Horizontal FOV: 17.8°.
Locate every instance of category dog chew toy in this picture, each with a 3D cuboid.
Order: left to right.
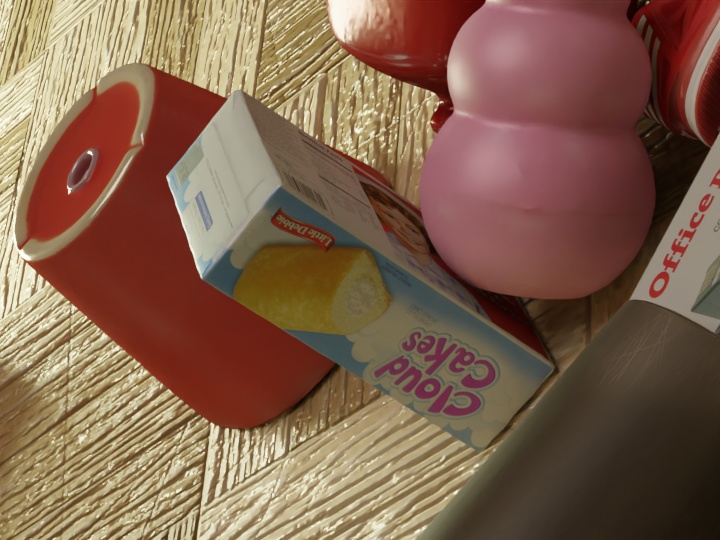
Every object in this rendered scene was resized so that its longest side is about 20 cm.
[{"bbox_3d":[0.097,-0.090,1.196,0.124,0.124,0.201,21,108,61],"label":"dog chew toy"}]

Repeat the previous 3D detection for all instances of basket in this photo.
[{"bbox_3d":[0.103,0.124,0.984,0.136,0.180,0.200,27,78,47],"label":"basket"}]

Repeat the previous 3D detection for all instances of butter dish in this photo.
[{"bbox_3d":[0.067,-0.148,1.331,0.199,0.199,0.149,27,116,55],"label":"butter dish"}]

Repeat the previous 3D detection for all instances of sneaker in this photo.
[{"bbox_3d":[0.201,-0.163,1.211,0.201,0.078,0.115,-58,30,-5],"label":"sneaker"}]

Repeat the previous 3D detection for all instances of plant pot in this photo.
[{"bbox_3d":[-0.107,-0.024,1.440,0.200,0.177,0.201,-38,34,32],"label":"plant pot"}]

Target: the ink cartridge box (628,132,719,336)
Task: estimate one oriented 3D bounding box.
[{"bbox_3d":[0.224,-0.002,1.003,0.146,0.084,0.200,-60,29,-5],"label":"ink cartridge box"}]

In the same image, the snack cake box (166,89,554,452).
[{"bbox_3d":[0.000,0.000,1.225,0.067,0.200,0.115,-49,29,14],"label":"snack cake box"}]
